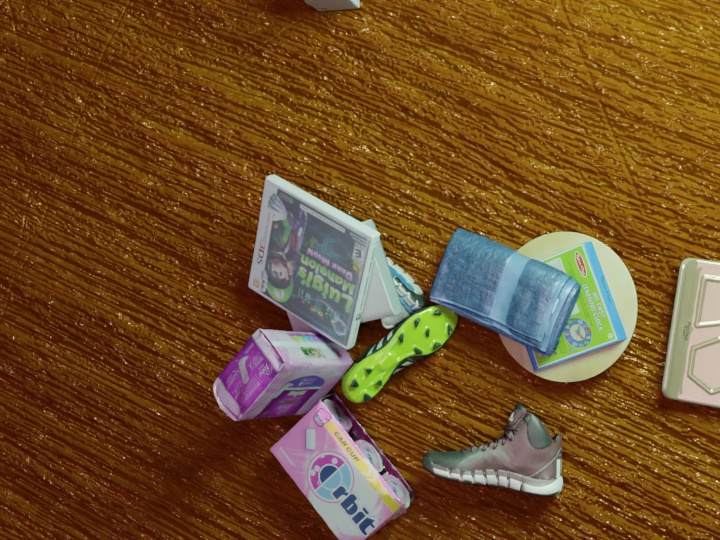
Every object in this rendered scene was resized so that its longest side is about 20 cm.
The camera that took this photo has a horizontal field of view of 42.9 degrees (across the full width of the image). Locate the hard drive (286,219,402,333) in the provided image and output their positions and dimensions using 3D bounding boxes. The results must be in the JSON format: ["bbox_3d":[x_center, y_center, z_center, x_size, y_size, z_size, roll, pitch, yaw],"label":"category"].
[{"bbox_3d":[-0.040,0.015,1.312,0.198,0.027,0.134,-15,97,41],"label":"hard drive"}]

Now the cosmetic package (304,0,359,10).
[{"bbox_3d":[-0.046,-0.487,1.311,0.070,0.101,0.205,1,92,16],"label":"cosmetic package"}]

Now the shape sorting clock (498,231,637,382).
[{"bbox_3d":[0.278,0.050,1.253,0.196,0.039,0.205,-1,89,29],"label":"shape sorting clock"}]

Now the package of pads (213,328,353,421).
[{"bbox_3d":[-0.106,0.147,1.292,0.121,0.199,0.076,-50,66,16],"label":"package of pads"}]

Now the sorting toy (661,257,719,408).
[{"bbox_3d":[0.502,0.089,1.190,0.196,0.036,0.189,8,94,13],"label":"sorting toy"}]

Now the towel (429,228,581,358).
[{"bbox_3d":[0.194,0.026,1.251,0.198,0.048,0.114,26,102,28],"label":"towel"}]

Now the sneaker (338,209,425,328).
[{"bbox_3d":[0.000,0.000,1.327,0.087,0.075,0.201,-44,78,21],"label":"sneaker"}]

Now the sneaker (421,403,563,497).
[{"bbox_3d":[0.188,0.240,1.278,0.196,0.076,0.118,8,89,7],"label":"sneaker"}]

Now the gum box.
[{"bbox_3d":[-0.024,0.298,1.341,0.113,0.066,0.201,-43,80,15],"label":"gum box"}]

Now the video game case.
[{"bbox_3d":[-0.071,-0.012,1.294,0.198,0.023,0.185,29,123,27],"label":"video game case"}]

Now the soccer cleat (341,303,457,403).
[{"bbox_3d":[0.051,0.111,1.315,0.199,0.081,0.068,-38,105,-5],"label":"soccer cleat"}]
